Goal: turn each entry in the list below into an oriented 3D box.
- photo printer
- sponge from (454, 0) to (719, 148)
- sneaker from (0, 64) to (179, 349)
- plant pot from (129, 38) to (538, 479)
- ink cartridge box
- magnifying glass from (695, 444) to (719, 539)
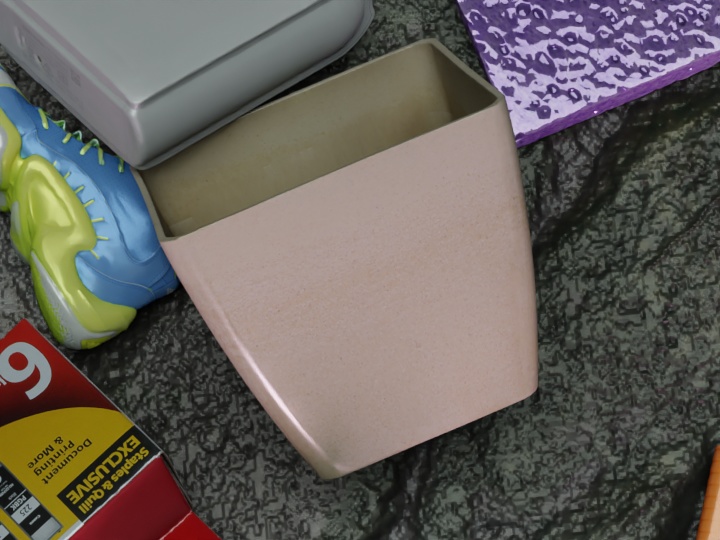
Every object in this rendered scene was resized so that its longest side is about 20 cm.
[{"bbox_3d":[-0.103,-0.163,1.478,0.200,0.070,0.166,-32,55,-25],"label":"photo printer"},{"bbox_3d":[0.166,-0.165,1.527,0.199,0.030,0.112,-23,76,-3],"label":"sponge"},{"bbox_3d":[-0.174,-0.055,1.497,0.105,0.076,0.201,-22,83,-16],"label":"sneaker"},{"bbox_3d":[0.000,0.000,1.399,0.199,0.200,0.178,-23,107,-4],"label":"plant pot"},{"bbox_3d":[-0.202,0.161,1.401,0.200,0.084,0.175,-43,62,-13],"label":"ink cartridge box"},{"bbox_3d":[0.201,0.202,1.438,0.079,0.022,0.201,13,76,5],"label":"magnifying glass"}]
